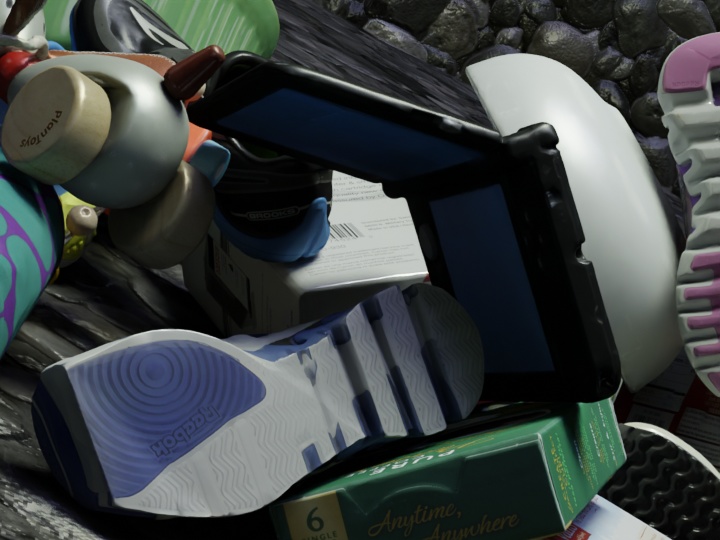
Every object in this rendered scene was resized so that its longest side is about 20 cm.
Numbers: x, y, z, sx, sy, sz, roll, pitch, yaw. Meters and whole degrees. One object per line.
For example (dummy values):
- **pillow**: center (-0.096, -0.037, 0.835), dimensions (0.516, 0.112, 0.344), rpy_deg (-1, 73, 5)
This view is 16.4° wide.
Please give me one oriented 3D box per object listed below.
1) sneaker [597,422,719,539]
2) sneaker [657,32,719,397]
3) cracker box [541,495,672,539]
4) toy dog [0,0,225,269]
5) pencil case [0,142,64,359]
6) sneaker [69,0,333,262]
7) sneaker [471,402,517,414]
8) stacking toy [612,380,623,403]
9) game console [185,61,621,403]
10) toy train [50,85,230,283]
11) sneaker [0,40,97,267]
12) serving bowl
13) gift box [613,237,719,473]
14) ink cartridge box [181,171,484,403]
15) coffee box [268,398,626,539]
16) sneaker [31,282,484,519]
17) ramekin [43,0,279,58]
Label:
- **sneaker**: center (0.186, 0.154, 1.253), dimensions (0.200, 0.070, 0.093), rpy_deg (44, 4, -2)
- **sneaker**: center (0.203, -0.021, 1.316), dimensions (0.080, 0.201, 0.089), rpy_deg (-6, -20, 8)
- **cracker box**: center (0.155, 0.176, 1.135), dimensions (0.199, 0.058, 0.134), rpy_deg (31, 10, 9)
- **toy dog**: center (-0.121, -0.095, 1.122), dimensions (0.200, 0.096, 0.132), rpy_deg (48, 6, 28)
- **pencil case**: center (-0.176, -0.003, 1.025), dimensions (0.092, 0.085, 0.200), rpy_deg (30, 10, -4)
- **sneaker**: center (-0.075, -0.088, 1.279), dimensions (0.071, 0.083, 0.200), rpy_deg (-15, 47, -39)
- **sneaker**: center (0.080, 0.088, 1.328), dimensions (0.081, 0.074, 0.200), rpy_deg (25, 9, -6)
- **stacking toy**: center (0.122, 0.072, 1.494), dimensions (0.200, 0.116, 0.110), rpy_deg (40, 11, -23)
- **game console**: center (0.014, -0.012, 1.115), dimensions (0.116, 0.177, 0.200), rpy_deg (-17, 2, -14)
- **toy train**: center (-0.172, -0.057, 1.218), dimensions (0.199, 0.151, 0.056), rpy_deg (26, -27, 9)
- **sneaker**: center (-0.202, -0.089, 1.312), dimensions (0.200, 0.105, 0.076), rpy_deg (33, 13, 22)
- **serving bowl**: center (0.130, -0.036, 1.363), dimensions (0.201, 0.066, 0.200), rpy_deg (62, 3, -6)
- **gift box**: center (0.252, 0.104, 1.398), dimensions (0.186, 0.201, 0.184), rpy_deg (27, -2, -23)
- **ink cartridge box**: center (0.000, 0.000, 1.341), dimensions (0.146, 0.083, 0.200), rpy_deg (-8, 25, -19)
- **coffee box**: center (0.044, 0.093, 1.094), dimensions (0.122, 0.044, 0.200), rpy_deg (-15, 0, 12)
- **sneaker**: center (-0.054, 0.066, 1.057), dimensions (0.199, 0.081, 0.115), rpy_deg (-12, -9, -36)
- **ramekin**: center (-0.155, -0.126, 1.433), dimensions (0.199, 0.098, 0.200), rpy_deg (15, -22, 6)
